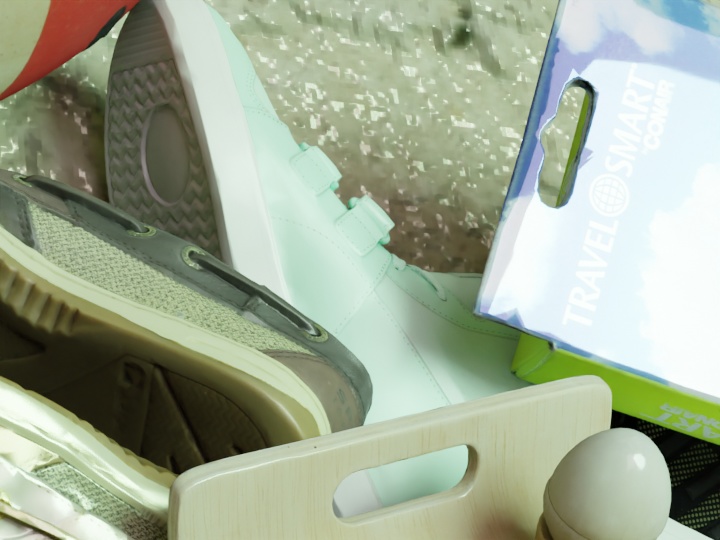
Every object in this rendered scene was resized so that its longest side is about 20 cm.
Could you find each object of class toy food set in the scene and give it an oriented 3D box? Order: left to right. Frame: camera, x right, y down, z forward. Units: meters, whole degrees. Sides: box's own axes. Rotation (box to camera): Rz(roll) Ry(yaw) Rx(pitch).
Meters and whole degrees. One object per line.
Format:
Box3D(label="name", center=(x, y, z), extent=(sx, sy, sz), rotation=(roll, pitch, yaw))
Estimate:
Box3D(label="toy food set", center=(0.064, 0.101, 0.617), extent=(0.143, 0.061, 0.200), rotation=(-11, 39, -36))

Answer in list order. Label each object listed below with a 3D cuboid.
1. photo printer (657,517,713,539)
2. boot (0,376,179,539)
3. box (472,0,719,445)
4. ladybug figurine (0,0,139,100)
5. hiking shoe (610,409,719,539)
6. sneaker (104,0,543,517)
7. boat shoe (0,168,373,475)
Box3D(label="photo printer", center=(0.112, 0.149, 0.693), extent=(0.200, 0.070, 0.166), rotation=(25, 28, 15))
Box3D(label="boot", center=(-0.098, 0.112, 0.636), extent=(0.200, 0.072, 0.155), rotation=(26, 55, -17))
Box3D(label="box", center=(0.135, -0.004, 0.775), extent=(0.200, 0.048, 0.122), rotation=(19, 72, -9))
Box3D(label="ladybug figurine", center=(-0.110, -0.101, 0.769), extent=(0.200, 0.136, 0.072), rotation=(-52, 131, -52))
Box3D(label="hiking shoe", center=(0.108, 0.072, 0.829), extent=(0.100, 0.076, 0.200), rotation=(3, 74, 14))
Box3D(label="sneaker", center=(0.000, 0.000, 0.800), extent=(0.118, 0.074, 0.201), rotation=(-14, 76, -33))
Box3D(label="boat shoe", center=(-0.089, 0.011, 0.732), extent=(0.200, 0.073, 0.065), rotation=(29, 29, 16))
